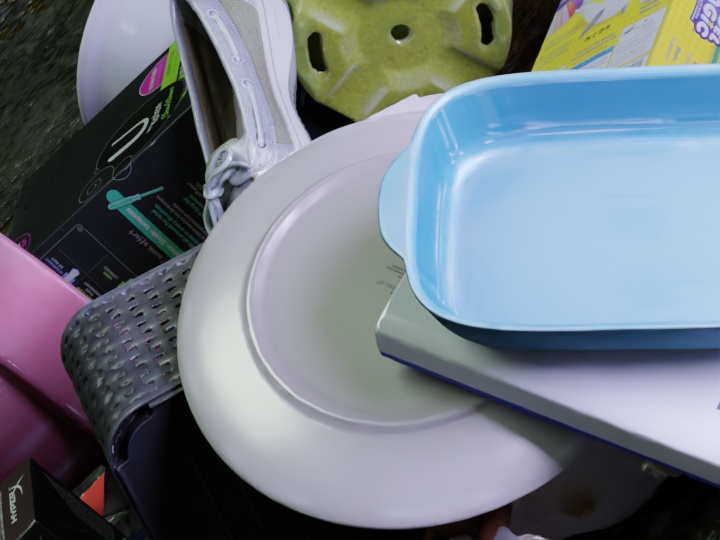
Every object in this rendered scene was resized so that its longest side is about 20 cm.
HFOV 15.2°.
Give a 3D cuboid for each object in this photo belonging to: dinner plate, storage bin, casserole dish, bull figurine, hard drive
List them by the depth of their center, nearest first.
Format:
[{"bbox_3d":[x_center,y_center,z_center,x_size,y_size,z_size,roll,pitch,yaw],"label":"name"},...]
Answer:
[{"bbox_3d":[0.107,-0.020,1.032,0.199,0.039,0.122,-2,57,9],"label":"casserole dish"},{"bbox_3d":[0.123,0.011,1.047,0.199,0.025,0.132,21,63,22],"label":"hard drive"},{"bbox_3d":[0.020,0.012,1.098,0.199,0.024,0.201,-5,56,8],"label":"dinner plate"},{"bbox_3d":[0.108,0.069,1.103,0.200,0.065,0.122,-42,23,17],"label":"bull figurine"},{"bbox_3d":[-0.015,0.051,1.191,0.199,0.136,0.094,-27,34,-4],"label":"storage bin"}]

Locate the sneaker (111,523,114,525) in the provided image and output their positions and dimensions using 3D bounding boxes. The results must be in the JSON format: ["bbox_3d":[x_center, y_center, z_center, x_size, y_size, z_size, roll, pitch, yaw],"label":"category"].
[{"bbox_3d":[-0.190,0.221,1.456,0.200,0.076,0.088,-47,5,-7],"label":"sneaker"}]

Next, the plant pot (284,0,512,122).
[{"bbox_3d":[0.016,-0.189,1.610,0.200,0.200,0.185,-39,34,24],"label":"plant pot"}]

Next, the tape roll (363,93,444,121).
[{"bbox_3d":[0.000,0.000,1.308,0.202,0.037,0.203,-35,-23,-18],"label":"tape roll"}]

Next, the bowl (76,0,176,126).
[{"bbox_3d":[-0.086,-0.145,1.771,0.090,0.201,0.201,29,75,29],"label":"bowl"}]

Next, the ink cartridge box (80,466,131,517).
[{"bbox_3d":[-0.092,0.066,1.498,0.200,0.050,0.161,-21,21,48],"label":"ink cartridge box"}]

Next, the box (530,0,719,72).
[{"bbox_3d":[0.151,-0.138,1.415,0.117,0.048,0.201,-26,32,46],"label":"box"}]

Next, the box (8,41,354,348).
[{"bbox_3d":[-0.109,-0.046,1.662,0.200,0.124,0.149,-41,20,22],"label":"box"}]

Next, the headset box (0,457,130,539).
[{"bbox_3d":[-0.171,0.215,1.288,0.200,0.149,0.075,-44,21,8],"label":"headset box"}]

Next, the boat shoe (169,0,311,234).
[{"bbox_3d":[-0.069,-0.074,1.493,0.074,0.064,0.203,127,145,-50],"label":"boat shoe"}]

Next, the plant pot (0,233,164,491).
[{"bbox_3d":[-0.223,0.075,1.361,0.179,0.200,0.200,-55,21,-12],"label":"plant pot"}]

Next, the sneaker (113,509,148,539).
[{"bbox_3d":[-0.100,0.165,1.370,0.199,0.075,0.087,-31,66,7],"label":"sneaker"}]
